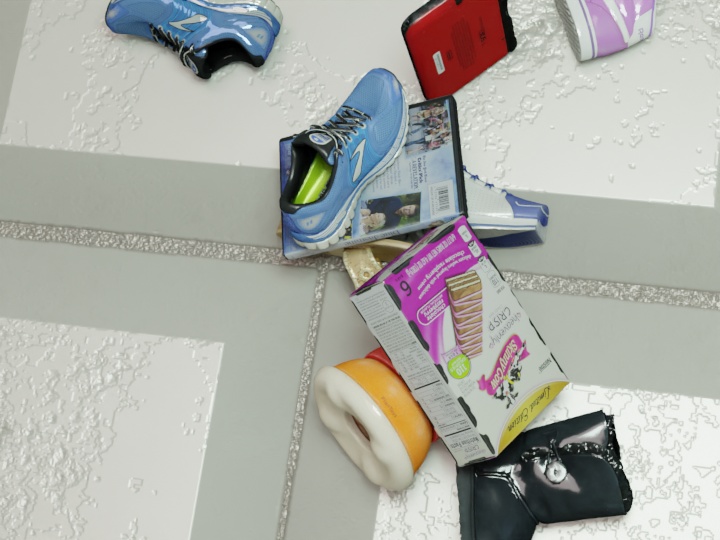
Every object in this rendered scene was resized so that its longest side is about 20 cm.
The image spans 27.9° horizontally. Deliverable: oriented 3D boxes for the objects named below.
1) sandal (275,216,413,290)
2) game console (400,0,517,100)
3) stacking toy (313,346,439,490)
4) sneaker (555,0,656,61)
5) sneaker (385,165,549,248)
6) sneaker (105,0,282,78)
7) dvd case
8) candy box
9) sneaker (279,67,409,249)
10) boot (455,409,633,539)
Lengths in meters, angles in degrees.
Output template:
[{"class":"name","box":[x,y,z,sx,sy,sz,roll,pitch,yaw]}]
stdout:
[{"class":"sandal","box":[0.002,0.002,1.511,0.211,0.078,0.070,14,79,22]},{"class":"game console","box":[0.098,-0.294,1.507,0.172,0.200,0.119,-36,71,-1]},{"class":"stacking toy","box":[0.066,0.112,1.456,0.200,0.146,0.146,-35,71,-20]},{"class":"sneaker","box":[0.259,-0.332,1.563,0.114,0.073,0.201,-18,82,1]},{"class":"sneaker","box":[0.098,-0.090,1.513,0.199,0.081,0.116,5,78,13]},{"class":"sneaker","box":[-0.191,-0.266,1.608,0.199,0.079,0.090,7,74,12]},{"class":"dvd case","box":[0.010,-0.096,1.497,0.199,0.018,0.143,-13,62,18]},{"class":"candy box","box":[0.098,0.068,1.397,0.136,0.061,0.200,-39,99,-38]},{"class":"sneaker","box":[-0.018,-0.122,1.457,0.078,0.089,0.201,19,73,29]},{"class":"boot","box":[0.182,0.240,1.407,0.167,0.076,0.201,-8,67,12]}]
